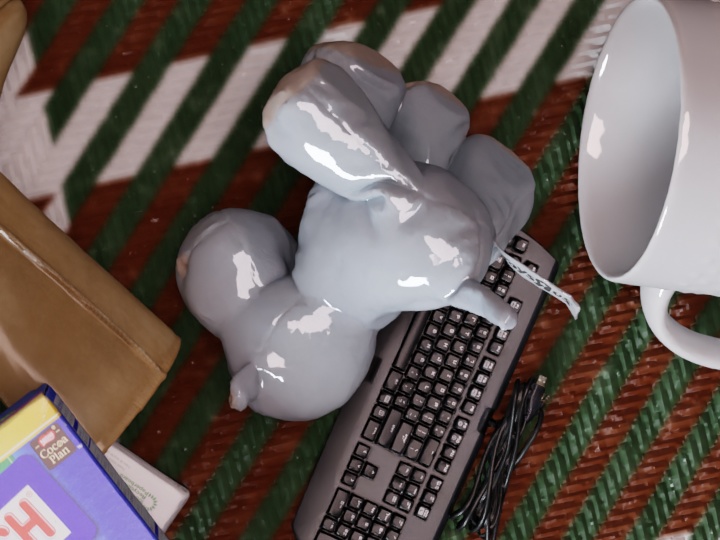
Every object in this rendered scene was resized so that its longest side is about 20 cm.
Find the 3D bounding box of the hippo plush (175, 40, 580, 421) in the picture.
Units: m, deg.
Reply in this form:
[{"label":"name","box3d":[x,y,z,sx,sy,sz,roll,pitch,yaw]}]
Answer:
[{"label":"hippo plush","box3d":[0.000,0.000,1.511,0.200,0.159,0.161,50,115,17]}]

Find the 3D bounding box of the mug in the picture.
[{"label":"mug","box3d":[0.212,-0.036,1.535,0.175,0.148,0.200,6,119,-15]}]

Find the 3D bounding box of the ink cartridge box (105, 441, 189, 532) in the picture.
[{"label":"ink cartridge box","box3d":[-0.182,0.169,1.521,0.095,0.037,0.200,35,83,-6]}]

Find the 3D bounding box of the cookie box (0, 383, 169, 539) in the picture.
[{"label":"cookie box","box3d":[-0.157,0.184,1.417,0.171,0.075,0.200,-38,94,-5]}]

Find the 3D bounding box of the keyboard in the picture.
[{"label":"keyboard","box3d":[0.048,0.070,1.552,0.104,0.040,0.200,24,88,-7]}]

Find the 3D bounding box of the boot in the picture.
[{"label":"boot","box3d":[-0.167,-0.024,1.499,0.200,0.066,0.175,45,61,-12]}]
